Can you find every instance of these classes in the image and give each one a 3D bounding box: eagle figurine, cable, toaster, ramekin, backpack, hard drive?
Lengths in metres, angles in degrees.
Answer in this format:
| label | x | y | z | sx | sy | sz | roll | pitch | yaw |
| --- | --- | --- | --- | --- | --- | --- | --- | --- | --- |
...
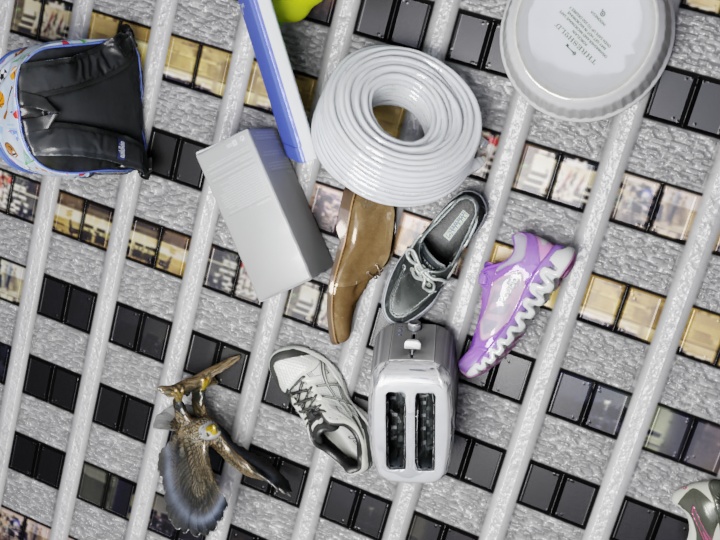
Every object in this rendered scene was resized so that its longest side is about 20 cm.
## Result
| label | x | y | z | sx | sy | sz | roll | pitch | yaw |
| --- | --- | --- | --- | --- | --- | --- | --- | --- | --- |
| eagle figurine | -0.198 | 0.235 | 1.160 | 0.150 | 0.151 | 0.203 | -25 | 84 | 7 |
| cable | 0.044 | -0.168 | 1.018 | 0.200 | 0.200 | 0.069 | 44 | 150 | 8 |
| toaster | 0.063 | 0.170 | 1.075 | 0.111 | 0.129 | 0.204 | 2 | 106 | 6 |
| ramekin | 0.252 | -0.269 | 0.984 | 0.198 | 0.094 | 0.207 | 2 | 99 | 15 |
| backpack | -0.379 | -0.208 | 1.124 | 0.152 | 0.189 | 0.205 | -2 | 98 | 32 |
| hard drive | -0.101 | -0.234 | 1.056 | 0.025 | 0.132 | 0.204 | -19 | 104 | -8 |

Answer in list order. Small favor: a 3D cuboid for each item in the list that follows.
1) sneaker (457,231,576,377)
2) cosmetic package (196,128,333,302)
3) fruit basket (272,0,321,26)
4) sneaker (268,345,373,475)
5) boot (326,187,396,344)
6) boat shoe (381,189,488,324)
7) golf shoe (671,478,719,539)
| label | x | y | z | sx | sy | sz | roll | pitch | yaw |
| --- | --- | --- | --- | --- | --- | --- | --- | --- | --- |
| sneaker | 0.173 | 0.036 | 1.067 | 0.088 | 0.080 | 0.202 | 37 | 102 | 14 |
| cosmetic package | -0.117 | -0.073 | 1.114 | 0.089 | 0.107 | 0.204 | -20 | 91 | 17 |
| fruit basket | -0.052 | -0.398 | 1.048 | 0.213 | 0.156 | 0.218 | 28 | 147 | 20 |
| sneaker | -0.049 | 0.179 | 1.143 | 0.200 | 0.088 | 0.076 | 44 | 109 | 7 |
| boot | 0.000 | 0.000 | 1.114 | 0.074 | 0.074 | 0.204 | 10 | 99 | 4 |
| boat shoe | 0.088 | -0.010 | 1.084 | 0.073 | 0.068 | 0.200 | 42 | 108 | 6 |
| golf shoe | 0.439 | 0.345 | 1.047 | 0.087 | 0.077 | 0.204 | -13 | 93 | 37 |
